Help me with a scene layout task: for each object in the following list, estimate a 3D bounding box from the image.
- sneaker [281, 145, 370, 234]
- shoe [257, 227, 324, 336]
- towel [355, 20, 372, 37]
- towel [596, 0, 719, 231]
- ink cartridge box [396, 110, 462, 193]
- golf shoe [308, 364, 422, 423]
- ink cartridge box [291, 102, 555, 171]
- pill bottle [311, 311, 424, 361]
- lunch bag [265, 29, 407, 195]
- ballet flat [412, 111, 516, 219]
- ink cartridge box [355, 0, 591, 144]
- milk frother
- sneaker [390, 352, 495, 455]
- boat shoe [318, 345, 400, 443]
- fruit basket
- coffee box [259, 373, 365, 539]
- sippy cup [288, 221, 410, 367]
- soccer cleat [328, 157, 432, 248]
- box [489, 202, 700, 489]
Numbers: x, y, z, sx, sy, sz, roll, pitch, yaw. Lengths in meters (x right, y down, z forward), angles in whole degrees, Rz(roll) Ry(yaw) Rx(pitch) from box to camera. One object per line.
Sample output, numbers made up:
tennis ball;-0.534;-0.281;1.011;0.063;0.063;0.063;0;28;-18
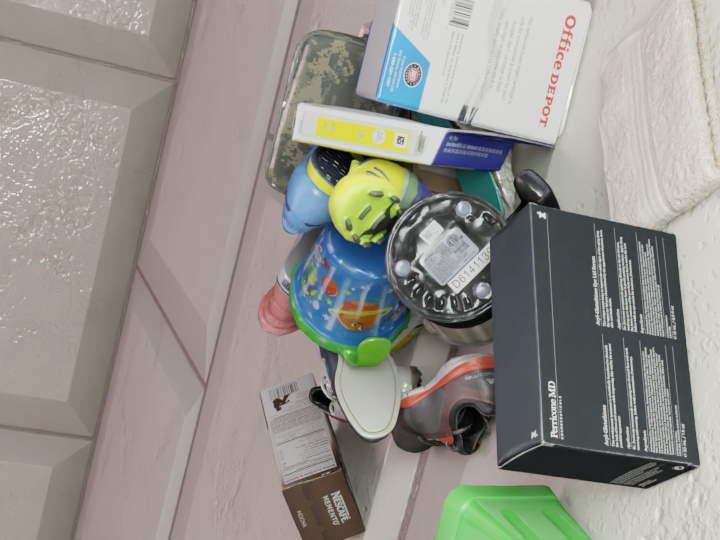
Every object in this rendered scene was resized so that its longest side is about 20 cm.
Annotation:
sneaker;-0.038;-0.088;1.228;0.079;0.066;0.200;-49;4;21
shoe;-0.058;-0.005;1.431;0.091;0.071;0.200;-55;1;38
towel;0.003;-0.244;1.616;0.201;0.032;0.191;-69;-11;25
towel;0.253;-0.133;1.037;0.133;0.034;0.201;132;143;-55
ink cartridge box;0.058;-0.144;1.497;0.165;0.075;0.201;138;139;-56
golf shoe;0.006;0.153;1.461;0.200;0.092;0.073;150;130;-62
ink cartridge box;0.066;-0.124;1.182;0.197;0.199;0.047;-5;-72;-65
pill bottle;0.015;0.047;1.457;0.200;0.112;0.113;133;143;-54
lunch bag;-0.017;-0.178;1.414;0.168;0.138;0.201;-61;-14;-79
ballet flat;0.124;-0.137;1.310;0.201;0.071;0.072;59;143;18
ink cartridge box;0.113;-0.220;1.218;0.084;0.199;0.147;-145;68;-70
milk frother;0.139;0.027;1.136;0.201;0.180;0.188;64;-174;14
sneaker;0.088;0.161;1.270;0.200;0.077;0.082;125;139;-53
boat shoe;-0.008;0.108;1.322;0.062;0.074;0.201;103;151;-48
fruit basket;0.103;0.281;1.088;0.215;0.155;0.217;-12;74;50
coffee box;-0.064;0.241;1.550;0.200;0.079;0.114;-112;4;-56
sippy cup;0.000;0.000;1.275;0.178;0.139;0.131;46;149;16
soccer cleat;0.008;-0.069;1.116;0.084;0.200;0.065;46;106;15
box;0.182;0.061;0.973;0.079;0.140;0.201;136;140;-56
